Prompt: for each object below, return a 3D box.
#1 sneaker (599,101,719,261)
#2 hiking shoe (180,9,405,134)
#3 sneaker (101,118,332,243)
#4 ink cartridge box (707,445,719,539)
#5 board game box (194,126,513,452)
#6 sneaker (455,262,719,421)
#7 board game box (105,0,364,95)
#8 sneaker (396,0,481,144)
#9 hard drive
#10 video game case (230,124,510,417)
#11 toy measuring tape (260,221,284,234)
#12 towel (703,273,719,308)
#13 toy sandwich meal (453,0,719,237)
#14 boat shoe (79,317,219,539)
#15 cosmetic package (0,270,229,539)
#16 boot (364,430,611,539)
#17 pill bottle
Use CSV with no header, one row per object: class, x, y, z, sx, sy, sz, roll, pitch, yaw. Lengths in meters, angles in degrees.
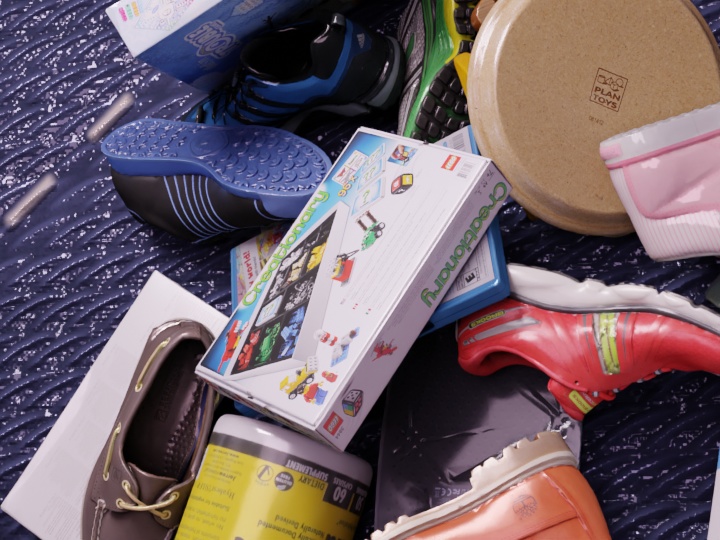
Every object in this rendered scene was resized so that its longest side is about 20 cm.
sneaker,0.258,-0.064,1.012,0.200,0.075,0.105,-19,91,-9
hiking shoe,-0.065,-0.137,1.129,0.200,0.087,0.075,-21,54,34
sneaker,-0.094,-0.056,1.127,0.199,0.078,0.070,14,48,35
ink cartridge box,0.276,0.171,0.866,0.146,0.146,0.201,12,76,-2
board game box,-0.006,0.006,0.998,0.126,0.035,0.200,20,71,47
sneaker,0.154,0.054,0.982,0.199,0.077,0.085,10,78,24
board game box,-0.056,-0.201,1.103,0.199,0.200,0.043,-31,84,8
sneaker,0.062,-0.138,1.121,0.085,0.078,0.201,4,79,59
hard drive,0.082,0.112,1.037,0.134,0.042,0.201,1,72,20
video game case,0.000,0.000,1.040,0.200,0.018,0.143,-26,44,21
toy measuring tape,-0.031,0.037,1.105,0.073,0.074,0.200,-28,43,10
towel,0.329,-0.019,0.979,0.200,0.022,0.147,-47,45,0
toy sandwich meal,0.150,-0.121,1.062,0.204,0.070,0.206,1,87,-14
boat shoe,-0.139,0.130,1.055,0.072,0.060,0.201,18,88,-10
cosmetic package,-0.161,0.108,1.123,0.082,0.051,0.200,31,86,25
boot,0.062,0.193,0.950,0.200,0.075,0.107,-34,63,5
pill bottle,-0.073,0.204,1.027,0.111,0.111,0.201,14,79,24
